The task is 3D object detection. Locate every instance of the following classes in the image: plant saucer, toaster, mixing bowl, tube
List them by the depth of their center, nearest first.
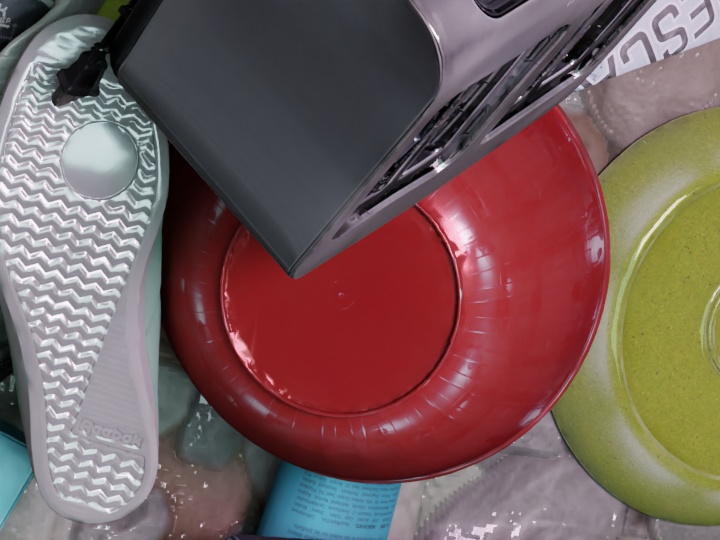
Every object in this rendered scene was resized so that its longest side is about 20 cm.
[{"bbox_3d":[0.018,-0.107,0.948,0.181,0.200,0.119,-33,80,-37],"label":"toaster"},{"bbox_3d":[0.000,0.000,1.073,0.199,0.108,0.202,1,100,7],"label":"mixing bowl"},{"bbox_3d":[-0.016,0.117,1.174,0.077,0.050,0.201,13,100,-21],"label":"tube"},{"bbox_3d":[0.179,0.024,1.241,0.199,0.031,0.201,-4,100,-21],"label":"plant saucer"}]

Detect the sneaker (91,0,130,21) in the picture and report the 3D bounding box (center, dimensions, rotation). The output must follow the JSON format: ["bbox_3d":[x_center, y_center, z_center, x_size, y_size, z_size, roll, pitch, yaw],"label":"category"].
[{"bbox_3d":[-0.035,-0.148,1.101,0.200,0.076,0.076,-41,113,-8],"label":"sneaker"}]

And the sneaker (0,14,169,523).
[{"bbox_3d":[-0.119,-0.013,1.066,0.073,0.118,0.202,-3,110,-12],"label":"sneaker"}]

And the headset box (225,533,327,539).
[{"bbox_3d":[0.039,0.193,1.111,0.199,0.174,0.093,7,111,-33],"label":"headset box"}]

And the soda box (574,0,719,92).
[{"bbox_3d":[0.114,-0.122,1.166,0.199,0.068,0.064,-22,100,-16],"label":"soda box"}]

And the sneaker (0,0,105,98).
[{"bbox_3d":[-0.156,-0.073,1.050,0.076,0.081,0.201,23,96,-2],"label":"sneaker"}]

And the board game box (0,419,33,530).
[{"bbox_3d":[-0.251,0.089,1.072,0.199,0.047,0.152,32,87,-24],"label":"board game box"}]
